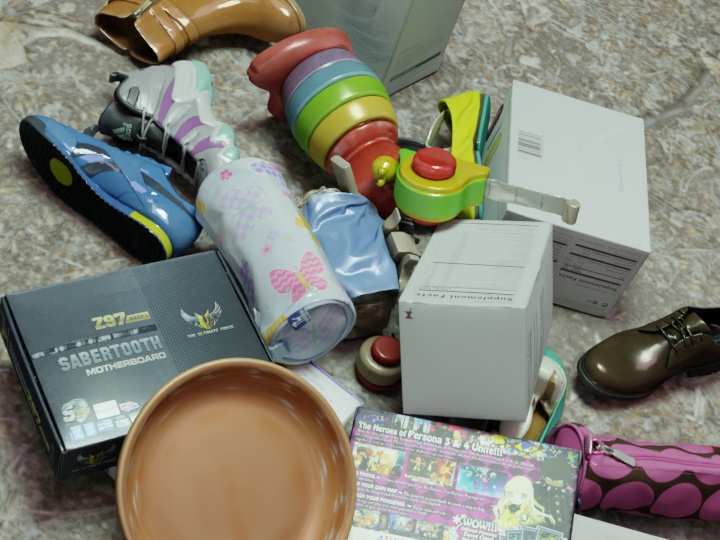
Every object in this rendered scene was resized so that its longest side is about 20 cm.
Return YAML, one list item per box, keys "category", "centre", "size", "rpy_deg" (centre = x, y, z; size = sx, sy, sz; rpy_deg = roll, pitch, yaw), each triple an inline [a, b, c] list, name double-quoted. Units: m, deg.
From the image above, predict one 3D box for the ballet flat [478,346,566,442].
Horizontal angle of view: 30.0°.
- category: "ballet flat"
  centre: [0.156, 0.126, 1.242]
  size: [0.067, 0.071, 0.200]
  rpy_deg: [28, 47, 4]

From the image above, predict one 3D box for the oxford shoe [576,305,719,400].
- category: "oxford shoe"
  centre: [0.301, 0.071, 1.335]
  size: [0.199, 0.085, 0.073]
  rpy_deg: [-16, 60, -29]

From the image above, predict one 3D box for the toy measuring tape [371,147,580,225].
- category: "toy measuring tape"
  centre: [0.101, -0.067, 1.249]
  size: [0.199, 0.074, 0.074]
  rpy_deg: [17, 46, 13]

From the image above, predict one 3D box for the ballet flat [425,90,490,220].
- category: "ballet flat"
  centre: [0.100, -0.116, 1.405]
  size: [0.067, 0.067, 0.201]
  rpy_deg: [2, 46, 6]

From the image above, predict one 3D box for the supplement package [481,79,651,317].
- category: "supplement package"
  centre: [0.208, -0.077, 1.407]
  size: [0.155, 0.111, 0.201]
  rpy_deg: [16, 47, -8]

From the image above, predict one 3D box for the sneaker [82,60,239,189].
- category: "sneaker"
  centre: [-0.204, -0.130, 1.332]
  size: [0.139, 0.078, 0.200]
  rpy_deg: [-5, 44, -21]

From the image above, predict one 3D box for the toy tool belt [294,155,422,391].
- category: "toy tool belt"
  centre: [0.000, 0.000, 1.256]
  size: [0.124, 0.123, 0.200]
  rpy_deg: [-10, 55, -26]

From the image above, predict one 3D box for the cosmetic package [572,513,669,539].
- category: "cosmetic package"
  centre: [0.252, 0.278, 1.161]
  size: [0.199, 0.051, 0.083]
  rpy_deg: [17, 46, -6]

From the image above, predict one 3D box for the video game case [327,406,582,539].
- category: "video game case"
  centre: [0.075, 0.216, 1.113]
  size: [0.199, 0.036, 0.182]
  rpy_deg: [10, 59, 4]

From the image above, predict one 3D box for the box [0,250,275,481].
- category: "box"
  centre: [-0.182, 0.073, 1.116]
  size: [0.199, 0.051, 0.158]
  rpy_deg: [-12, 56, -28]

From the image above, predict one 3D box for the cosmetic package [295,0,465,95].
- category: "cosmetic package"
  centre: [0.011, -0.337, 1.496]
  size: [0.199, 0.200, 0.123]
  rpy_deg: [43, 50, 18]

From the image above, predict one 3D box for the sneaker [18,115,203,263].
- category: "sneaker"
  centre: [-0.235, -0.088, 1.280]
  size: [0.200, 0.066, 0.078]
  rpy_deg: [38, 56, 7]

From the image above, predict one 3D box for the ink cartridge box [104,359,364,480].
- category: "ink cartridge box"
  centre: [-0.131, 0.123, 1.156]
  size: [0.198, 0.043, 0.200]
  rpy_deg: [38, 51, 13]

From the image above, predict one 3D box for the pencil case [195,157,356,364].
- category: "pencil case"
  centre: [-0.080, -0.010, 1.211]
  size: [0.091, 0.083, 0.200]
  rpy_deg: [-34, 55, 8]

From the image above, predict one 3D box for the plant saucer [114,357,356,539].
- category: "plant saucer"
  centre: [-0.098, 0.170, 1.055]
  size: [0.199, 0.037, 0.201]
  rpy_deg: [5, 79, -26]

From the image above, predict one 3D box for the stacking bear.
- category: "stacking bear"
  centre: [-0.012, -0.138, 1.361]
  size: [0.113, 0.121, 0.200]
  rpy_deg: [-32, 66, 0]

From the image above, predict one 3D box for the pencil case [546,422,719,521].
- category: "pencil case"
  centre: [0.272, 0.185, 1.220]
  size: [0.199, 0.094, 0.091]
  rpy_deg: [5, 49, -17]

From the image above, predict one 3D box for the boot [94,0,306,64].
- category: "boot"
  centre: [-0.174, -0.267, 1.458]
  size: [0.199, 0.074, 0.155]
  rpy_deg: [23, 45, 16]

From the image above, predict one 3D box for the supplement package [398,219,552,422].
- category: "supplement package"
  centre: [0.108, 0.040, 1.208]
  size: [0.113, 0.110, 0.200]
  rpy_deg: [3, 23, 14]

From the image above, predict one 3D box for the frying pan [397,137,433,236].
- category: "frying pan"
  centre: [0.062, -0.062, 1.395]
  size: [0.114, 0.031, 0.191]
  rpy_deg: [-4, 56, -22]
